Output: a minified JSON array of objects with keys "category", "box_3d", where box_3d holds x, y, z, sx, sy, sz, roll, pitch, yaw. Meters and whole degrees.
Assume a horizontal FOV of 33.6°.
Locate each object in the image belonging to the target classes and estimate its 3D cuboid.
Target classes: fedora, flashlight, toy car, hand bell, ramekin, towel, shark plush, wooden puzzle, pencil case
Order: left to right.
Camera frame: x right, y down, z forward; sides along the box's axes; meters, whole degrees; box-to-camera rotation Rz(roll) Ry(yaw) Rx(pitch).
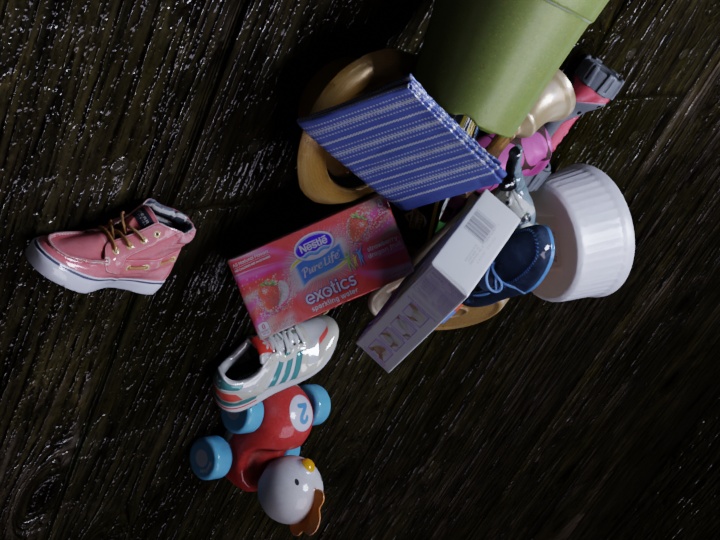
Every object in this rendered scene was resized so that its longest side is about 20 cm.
[{"category":"toy car","box_3d":[-0.103,0.279,1.694,0.183,0.200,0.178,2,130,-53]},{"category":"fedora","box_3d":[-0.012,-0.169,1.318,0.199,0.082,0.202,-29,144,-23]},{"category":"towel","box_3d":[0.048,-0.129,1.246,0.143,0.024,0.199,-15,146,32]},{"category":"wooden puzzle","box_3d":[0.120,0.003,1.574,0.200,0.046,0.185,-47,152,11]},{"category":"pencil case","box_3d":[0.164,-0.134,1.585,0.198,0.091,0.094,-26,147,-31]},{"category":"hand bell","box_3d":[0.176,-0.162,1.470,0.201,0.103,0.105,-53,159,-28]},{"category":"shark plush","box_3d":[0.179,-0.095,1.458,0.200,0.089,0.084,55,44,-57]},{"category":"flashlight","box_3d":[0.284,-0.201,1.665,0.068,0.068,0.201,-2,131,-54]},{"category":"ramekin","box_3d":[0.303,-0.051,1.767,0.097,0.201,0.202,-13,141,-30]}]

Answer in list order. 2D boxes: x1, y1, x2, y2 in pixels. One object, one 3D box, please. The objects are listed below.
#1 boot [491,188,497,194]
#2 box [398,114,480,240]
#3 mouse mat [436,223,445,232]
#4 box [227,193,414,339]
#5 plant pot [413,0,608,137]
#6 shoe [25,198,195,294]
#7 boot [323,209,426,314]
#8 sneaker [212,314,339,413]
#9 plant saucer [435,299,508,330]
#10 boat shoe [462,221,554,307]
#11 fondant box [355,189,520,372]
[{"category":"boot","box_3d":[0.192,-0.040,1.735,0.200,0.077,0.154,-46,147,19]},{"category":"box","box_3d":[0.106,-0.161,1.406,0.161,0.049,0.202,101,13,-56]},{"category":"mouse mat","box_3d":[0.104,-0.047,1.712,0.198,0.008,0.162,-29,149,-25]},{"category":"box","box_3d":[-0.046,-0.007,1.396,0.197,0.104,0.095,-23,-177,-1]},{"category":"plant pot","box_3d":[0.144,-0.250,1.241,0.199,0.199,0.192,5,116,-54]},{"category":"shoe","box_3d":[-0.251,-0.031,1.224,0.091,0.071,0.199,-51,156,14]},{"category":"boot","box_3d":[0.000,0.000,1.565,0.155,0.077,0.199,-46,164,24]},{"category":"sneaker","box_3d":[-0.111,0.112,1.590,0.198,0.071,0.094,-30,156,-17]},{"category":"plant saucer","box_3d":[0.135,0.046,1.746,0.197,0.036,0.201,-6,157,-3]},{"category":"boat shoe","box_3d":[0.164,0.005,1.455,0.068,0.085,0.200,3,153,-25]},{"category":"fondant box","box_3d":[0.088,0.015,1.383,0.145,0.058,0.200,-51,180,-40]}]
